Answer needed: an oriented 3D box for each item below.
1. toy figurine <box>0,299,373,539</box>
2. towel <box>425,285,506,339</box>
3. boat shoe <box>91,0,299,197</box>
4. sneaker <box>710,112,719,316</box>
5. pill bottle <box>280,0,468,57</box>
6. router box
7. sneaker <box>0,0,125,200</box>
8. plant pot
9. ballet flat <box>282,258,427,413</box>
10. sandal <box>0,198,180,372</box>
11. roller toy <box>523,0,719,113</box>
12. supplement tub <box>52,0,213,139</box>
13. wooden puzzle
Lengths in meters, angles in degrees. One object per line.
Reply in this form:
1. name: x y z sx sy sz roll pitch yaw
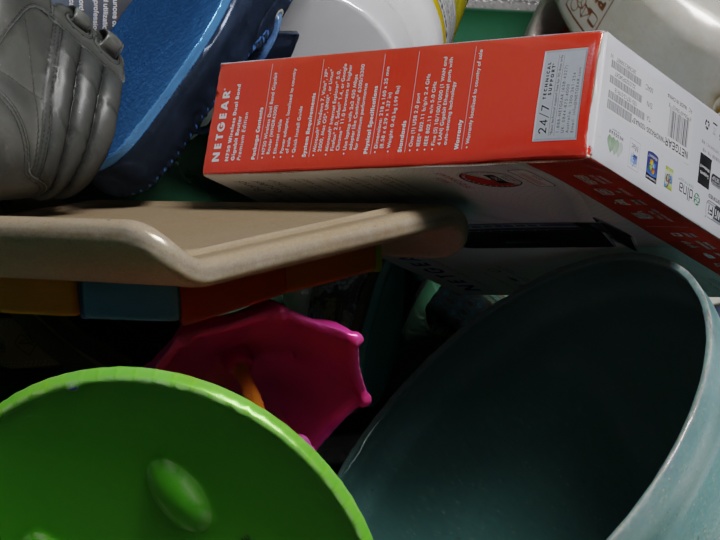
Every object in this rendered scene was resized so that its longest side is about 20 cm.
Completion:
1. toy figurine: -0.032 0.091 0.683 0.201 0.150 0.184 55 21 -9
2. towel: 0.125 0.019 1.005 0.146 0.022 0.200 40 40 3
3. boat shoe: -0.051 -0.108 0.849 0.069 0.084 0.201 48 63 -36
4. sneaker: 0.194 0.012 0.976 0.146 0.080 0.202 -7 73 -51
5. pill bottle: -0.008 -0.131 1.008 0.114 0.115 0.200 26 28 -2
6. router box: 0.067 -0.036 0.806 0.199 0.178 0.049 23 71 -51
7. sneaker: -0.148 -0.116 0.794 0.099 0.070 0.202 11 68 -43
8. plant pot: 0.094 0.113 0.775 0.134 0.200 0.201 45 32 -22
9. ballet flat: 0.000 0.000 0.938 0.072 0.072 0.201 28 38 1
10. sandal: -0.127 0.022 0.832 0.199 0.055 0.082 38 24 10
11. roller toy: 0.195 -0.137 1.138 0.181 0.140 0.200 30 38 4
12. supplement tub: -0.170 -0.121 0.898 0.198 0.141 0.141 -1 46 -31
13. wooden puzzle: -0.083 -0.006 0.731 0.184 0.038 0.199 2 4 33
